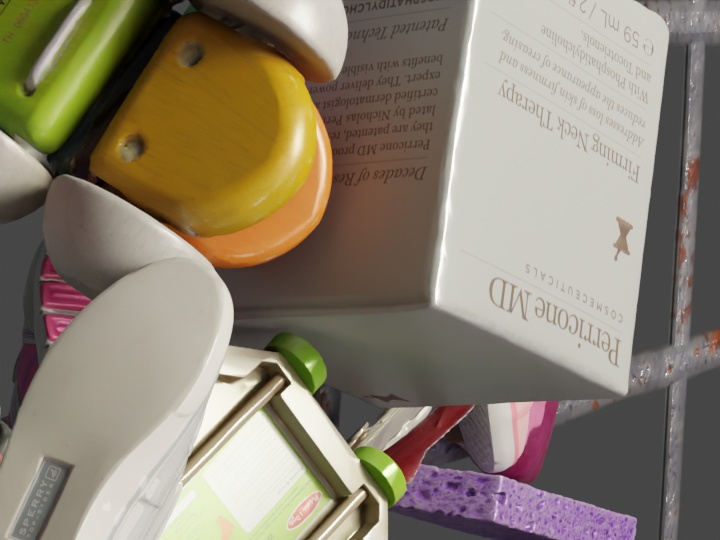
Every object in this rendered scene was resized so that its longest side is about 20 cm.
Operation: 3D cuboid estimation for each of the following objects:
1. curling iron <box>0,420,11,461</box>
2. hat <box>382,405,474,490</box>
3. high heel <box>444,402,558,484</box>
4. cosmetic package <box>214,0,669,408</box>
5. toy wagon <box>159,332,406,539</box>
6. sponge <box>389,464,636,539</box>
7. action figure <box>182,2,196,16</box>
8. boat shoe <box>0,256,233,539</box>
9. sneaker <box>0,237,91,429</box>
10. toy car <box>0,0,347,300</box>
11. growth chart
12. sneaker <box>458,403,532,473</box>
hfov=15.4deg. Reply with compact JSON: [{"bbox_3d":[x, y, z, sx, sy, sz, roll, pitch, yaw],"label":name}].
[{"bbox_3d":[-0.214,0.146,1.205,0.026,0.049,0.201,47,61,-51],"label":"curling iron"},{"bbox_3d":[-0.061,0.129,1.360,0.199,0.165,0.177,18,67,-40],"label":"hat"},{"bbox_3d":[0.117,0.037,1.703,0.096,0.067,0.201,36,68,-51],"label":"high heel"},{"bbox_3d":[0.034,-0.050,1.316,0.167,0.166,0.202,25,67,-47],"label":"cosmetic package"},{"bbox_3d":[-0.043,0.133,1.239,0.155,0.039,0.201,-44,106,-33],"label":"toy wagon"},{"bbox_3d":[0.079,0.145,1.622,0.200,0.111,0.030,23,76,-58],"label":"sponge"},{"bbox_3d":[-0.048,-0.173,1.399,0.200,0.054,0.119,-59,144,-41],"label":"action figure"},{"bbox_3d":[-0.106,0.092,1.104,0.201,0.072,0.069,-68,156,-20],"label":"boat shoe"},{"bbox_3d":[-0.140,0.070,1.281,0.081,0.088,0.201,17,60,-32],"label":"sneaker"},{"bbox_3d":[-0.101,-0.073,1.216,0.176,0.199,0.150,-58,161,-8],"label":"toy car"},{"bbox_3d":[0.015,0.084,1.488,0.200,0.018,0.145,-42,170,-29],"label":"growth chart"},{"bbox_3d":[0.105,0.018,1.616,0.104,0.075,0.202,-7,92,-17],"label":"sneaker"}]
